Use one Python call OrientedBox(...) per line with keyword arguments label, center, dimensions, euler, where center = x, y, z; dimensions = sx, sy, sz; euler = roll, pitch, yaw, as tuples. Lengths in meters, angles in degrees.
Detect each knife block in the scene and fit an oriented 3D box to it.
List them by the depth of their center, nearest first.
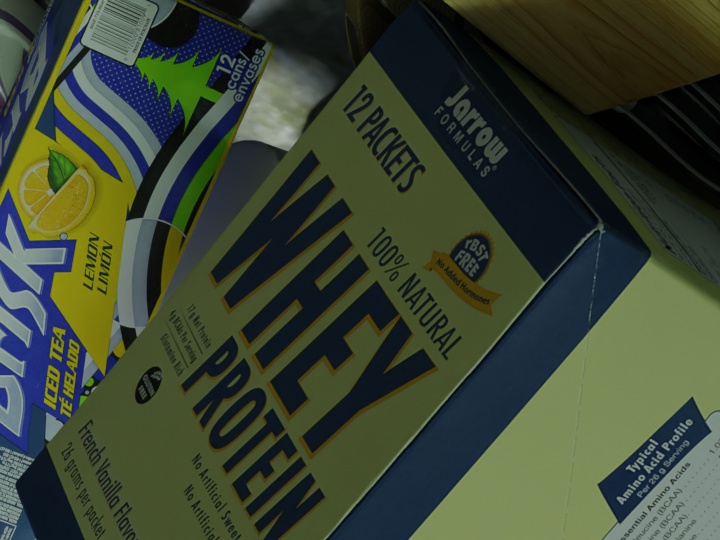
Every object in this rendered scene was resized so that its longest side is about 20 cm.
OrientedBox(label="knife block", center=(0.067, -0.090, 0.779), dimensions=(0.199, 0.064, 0.176), euler=(11, 150, 5))

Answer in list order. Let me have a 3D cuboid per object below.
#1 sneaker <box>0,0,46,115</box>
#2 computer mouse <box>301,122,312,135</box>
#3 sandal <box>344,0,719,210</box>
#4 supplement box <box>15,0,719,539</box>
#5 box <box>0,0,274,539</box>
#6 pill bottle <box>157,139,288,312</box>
OrientedBox(label="sneaker", center=(-0.134, -0.029, 0.920), dimensions=(0.073, 0.115, 0.200), euler=(-15, 139, 42))
OrientedBox(label="computer mouse", center=(0.000, 0.000, 0.994), dimensions=(0.058, 0.034, 0.200), euler=(11, 150, 7))
OrientedBox(label="sandal", center=(0.058, -0.047, 0.868), dimensions=(0.200, 0.082, 0.055), euler=(31, 169, -40))
OrientedBox(label="supplement box", center=(0.046, 0.068, 0.797), dimensions=(0.200, 0.134, 0.200), euler=(32, 104, -35))
OrientedBox(label="box", center=(-0.101, 0.000, 0.871), dimensions=(0.064, 0.200, 0.070), euler=(24, -175, -17))
OrientedBox(label="pill bottle", center=(0.031, 0.026, 0.920), dimensions=(0.200, 0.112, 0.111), euler=(21, 151, -31))
